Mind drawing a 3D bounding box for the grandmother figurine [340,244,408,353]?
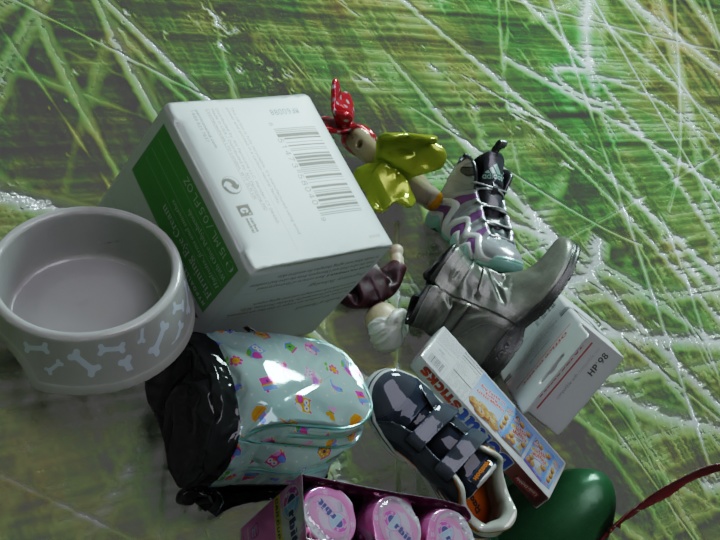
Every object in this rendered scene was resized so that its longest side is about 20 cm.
[{"bbox_3d":[0.000,0.000,1.447,0.120,0.061,0.202,-20,72,-18],"label":"grandmother figurine"}]

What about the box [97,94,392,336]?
[{"bbox_3d":[-0.119,-0.046,1.289,0.198,0.171,0.201,-11,64,-44],"label":"box"}]

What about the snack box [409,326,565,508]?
[{"bbox_3d":[0.136,0.153,1.346,0.200,0.024,0.072,48,33,-1],"label":"snack box"}]

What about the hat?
[{"bbox_3d":[0.254,0.241,1.361,0.166,0.176,0.200,48,40,5],"label":"hat"}]

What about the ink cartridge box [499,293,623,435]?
[{"bbox_3d":[0.222,0.105,1.432,0.066,0.116,0.200,37,9,-11],"label":"ink cartridge box"}]

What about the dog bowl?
[{"bbox_3d":[-0.246,0.019,1.145,0.196,0.059,0.202,3,43,-3],"label":"dog bowl"}]

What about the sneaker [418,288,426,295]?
[{"bbox_3d":[0.143,0.033,1.516,0.198,0.083,0.071,-4,59,-42],"label":"sneaker"}]

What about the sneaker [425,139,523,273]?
[{"bbox_3d":[0.152,-0.086,1.522,0.077,0.142,0.200,14,16,-31],"label":"sneaker"}]

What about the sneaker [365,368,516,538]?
[{"bbox_3d":[0.085,0.175,1.247,0.078,0.079,0.201,-44,103,-27],"label":"sneaker"}]

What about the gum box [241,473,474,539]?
[{"bbox_3d":[0.003,0.258,1.182,0.198,0.114,0.067,16,47,-30],"label":"gum box"}]

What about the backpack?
[{"bbox_3d":[-0.088,0.135,1.199,0.198,0.127,0.169,11,47,-38],"label":"backpack"}]

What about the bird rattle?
[{"bbox_3d":[0.020,-0.133,1.545,0.199,0.114,0.162,34,1,43],"label":"bird rattle"}]

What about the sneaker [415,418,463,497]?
[{"bbox_3d":[0.117,0.185,1.371,0.084,0.075,0.201,31,42,-10],"label":"sneaker"}]

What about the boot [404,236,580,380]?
[{"bbox_3d":[0.147,0.011,1.410,0.130,0.068,0.201,40,74,-2],"label":"boot"}]
